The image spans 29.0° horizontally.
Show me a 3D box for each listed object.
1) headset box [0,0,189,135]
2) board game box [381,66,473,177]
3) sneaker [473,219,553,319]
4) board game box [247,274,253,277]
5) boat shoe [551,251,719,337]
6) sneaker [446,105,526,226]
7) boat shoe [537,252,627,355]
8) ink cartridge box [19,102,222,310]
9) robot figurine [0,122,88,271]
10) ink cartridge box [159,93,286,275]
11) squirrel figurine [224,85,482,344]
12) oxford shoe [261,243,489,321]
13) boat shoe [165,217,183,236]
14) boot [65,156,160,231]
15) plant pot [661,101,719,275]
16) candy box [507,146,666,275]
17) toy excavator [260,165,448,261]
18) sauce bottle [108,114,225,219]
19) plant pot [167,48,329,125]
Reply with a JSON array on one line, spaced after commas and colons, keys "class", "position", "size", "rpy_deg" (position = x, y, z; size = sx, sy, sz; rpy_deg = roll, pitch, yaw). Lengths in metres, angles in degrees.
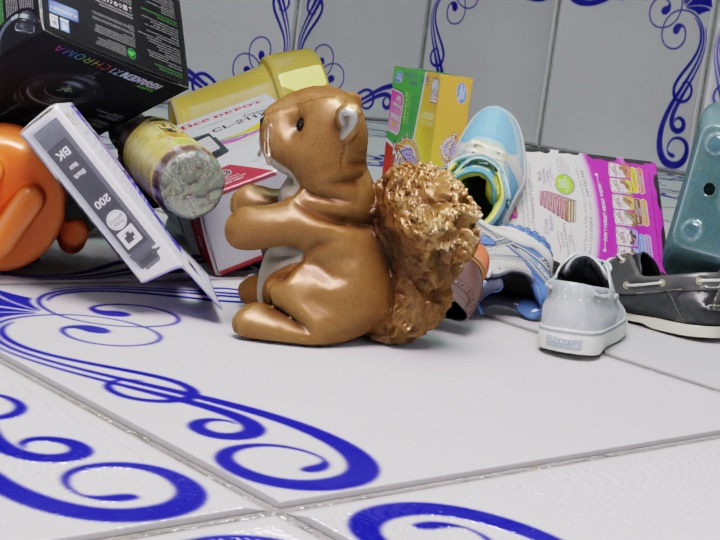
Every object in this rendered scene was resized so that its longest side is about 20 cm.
[{"class": "headset box", "position": [-0.283, -0.187, 1.226], "size": [0.199, 0.094, 0.173], "rpy_deg": [-20, -22, 32]}, {"class": "board game box", "position": [0.071, -0.129, 1.607], "size": [0.040, 0.202, 0.153], "rpy_deg": [3, 10, -20]}, {"class": "sneaker", "position": [0.091, -0.009, 1.224], "size": [0.198, 0.077, 0.086], "rpy_deg": [15, 45, -22]}, {"class": "board game box", "position": [0.000, 0.000, 1.262], "size": [0.157, 0.039, 0.199], "rpy_deg": [16, 13, 41]}, {"class": "boat shoe", "position": [0.257, 0.013, 1.319], "size": [0.199, 0.068, 0.072], "rpy_deg": [13, 12, 37]}, {"class": "sneaker", "position": [0.120, -0.096, 1.330], "size": [0.079, 0.202, 0.131], "rpy_deg": [10, -26, 7]}, {"class": "boat shoe", "position": [0.195, 0.022, 1.189], "size": [0.069, 0.072, 0.201], "rpy_deg": [10, 10, 15]}, {"class": "ink cartridge box", "position": [-0.193, -0.047, 1.132], "size": [0.201, 0.043, 0.198], "rpy_deg": [52, -3, -11]}, {"class": "robot figurine", "position": [-0.306, -0.064, 1.186], "size": [0.142, 0.118, 0.200], "rpy_deg": [-4, 12, -11]}, {"class": "ink cartridge box", "position": [-0.113, -0.088, 1.342], "size": [0.145, 0.084, 0.200], "rpy_deg": [-22, 29, -16]}, {"class": "squirrel figurine", "position": [-0.005, -0.043, 1.068], "size": [0.198, 0.189, 0.142], "rpy_deg": [8, 9, 3]}, {"class": "oxford shoe", "position": [0.005, -0.002, 1.159], "size": [0.198, 0.072, 0.073], "rpy_deg": [7, 49, 10]}, {"class": "boat shoe", "position": [-0.140, -0.070, 1.490], "size": [0.073, 0.069, 0.199], "rpy_deg": [12, 11, 30]}, {"class": "boot", "position": [-0.277, -0.097, 1.439], "size": [0.130, 0.068, 0.199], "rpy_deg": [17, 31, 42]}, {"class": "plant pot", "position": [0.393, -0.057, 1.328], "size": [0.195, 0.198, 0.199], "rpy_deg": [18, 6, 31]}, {"class": "candy box", "position": [0.212, -0.051, 1.439], "size": [0.198, 0.138, 0.061], "rpy_deg": [6, -27, -13]}, {"class": "toy excavator", "position": [-0.001, -0.042, 1.423], "size": [0.198, 0.101, 0.194], "rpy_deg": [-5, 8, 10]}, {"class": "sauce bottle", "position": [-0.183, -0.104, 1.251], "size": [0.064, 0.065, 0.200], "rpy_deg": [2, 19, -29]}, {"class": "plant pot", "position": [-0.136, -0.163, 1.723], "size": [0.187, 0.203, 0.201], "rpy_deg": [-10, 13, -12]}]
